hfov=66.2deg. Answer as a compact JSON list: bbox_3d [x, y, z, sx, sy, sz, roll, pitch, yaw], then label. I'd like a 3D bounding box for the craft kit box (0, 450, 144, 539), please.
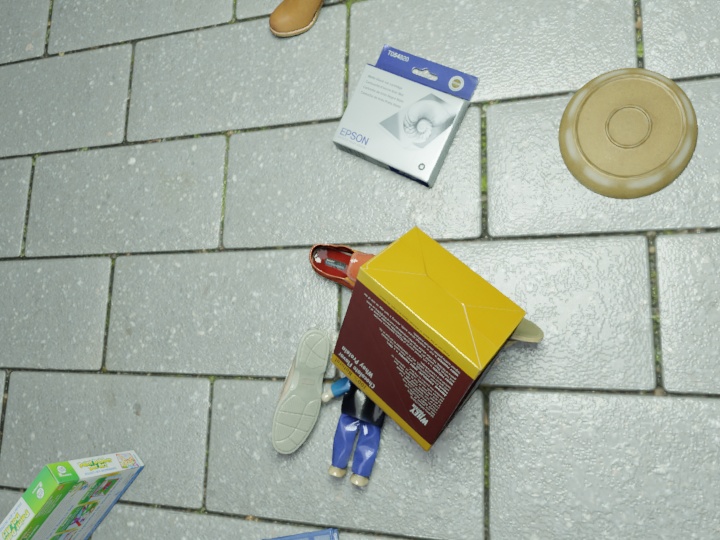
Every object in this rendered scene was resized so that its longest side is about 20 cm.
[{"bbox_3d":[-0.493,0.401,0.923,0.048,0.197,0.202,40,93,18],"label":"craft kit box"}]

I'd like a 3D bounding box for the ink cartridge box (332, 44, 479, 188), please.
[{"bbox_3d":[0.075,-0.271,0.932,0.195,0.041,0.205,25,89,20],"label":"ink cartridge box"}]

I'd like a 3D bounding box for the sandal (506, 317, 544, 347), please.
[{"bbox_3d":[0.170,0.094,0.839,0.206,0.077,0.072,18,113,26],"label":"sandal"}]

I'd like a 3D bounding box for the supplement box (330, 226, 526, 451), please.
[{"bbox_3d":[0.084,0.095,0.768,0.196,0.132,0.203,38,137,20],"label":"supplement box"}]

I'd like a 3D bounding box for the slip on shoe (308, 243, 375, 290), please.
[{"bbox_3d":[0.000,0.000,0.902,0.194,0.061,0.076,17,84,18],"label":"slip on shoe"}]

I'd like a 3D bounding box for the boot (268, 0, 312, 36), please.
[{"bbox_3d":[-0.102,-0.508,0.968,0.194,0.155,0.079,-19,76,14],"label":"boot"}]

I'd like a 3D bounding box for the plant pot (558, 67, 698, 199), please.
[{"bbox_3d":[0.399,-0.211,0.826,0.193,0.027,0.208,-3,81,18],"label":"plant pot"}]

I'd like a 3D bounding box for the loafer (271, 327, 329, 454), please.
[{"bbox_3d":[-0.097,0.194,0.909,0.070,0.063,0.207,17,89,-14],"label":"loafer"}]

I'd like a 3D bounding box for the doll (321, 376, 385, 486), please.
[{"bbox_3d":[-0.002,0.222,0.872,0.132,0.048,0.207,14,86,18],"label":"doll"}]

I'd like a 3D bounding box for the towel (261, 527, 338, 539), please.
[{"bbox_3d":[-0.081,0.520,0.862,0.142,0.024,0.207,-16,75,17],"label":"towel"}]
